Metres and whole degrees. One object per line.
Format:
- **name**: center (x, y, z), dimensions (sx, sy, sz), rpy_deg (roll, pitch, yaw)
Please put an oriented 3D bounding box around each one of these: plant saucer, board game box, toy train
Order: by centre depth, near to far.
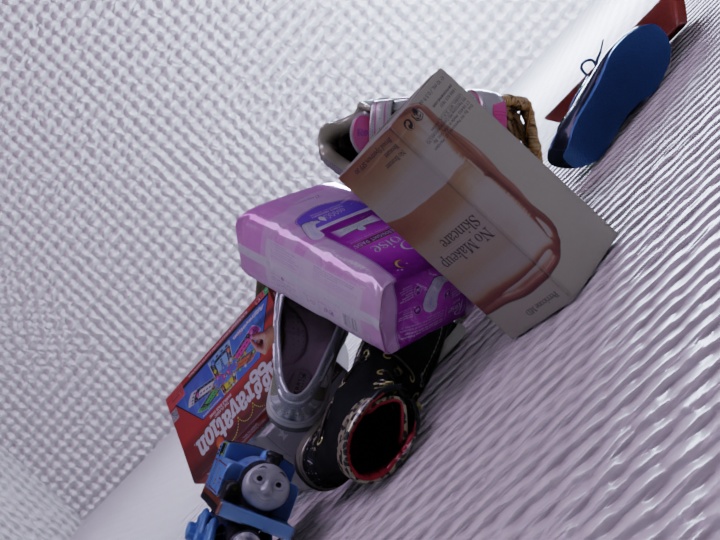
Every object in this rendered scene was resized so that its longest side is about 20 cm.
- **toy train**: center (-0.102, 0.212, 1.369), dimensions (0.200, 0.087, 0.114), rpy_deg (155, 133, -80)
- **board game box**: center (-0.123, 0.115, 1.529), dimensions (0.019, 0.103, 0.200), rpy_deg (5, -41, -42)
- **plant saucer**: center (0.310, -0.244, 1.814), dimensions (0.200, 0.037, 0.200), rpy_deg (-46, -5, 17)

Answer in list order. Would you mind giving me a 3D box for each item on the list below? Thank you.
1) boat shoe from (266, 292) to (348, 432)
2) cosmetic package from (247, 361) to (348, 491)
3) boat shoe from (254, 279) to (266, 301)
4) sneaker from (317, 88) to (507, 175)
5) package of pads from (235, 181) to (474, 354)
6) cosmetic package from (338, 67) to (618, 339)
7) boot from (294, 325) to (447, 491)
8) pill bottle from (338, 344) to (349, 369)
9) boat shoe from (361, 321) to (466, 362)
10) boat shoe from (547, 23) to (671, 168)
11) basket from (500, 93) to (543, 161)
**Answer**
- **boat shoe**: center (-0.047, 0.050, 1.434), dimensions (0.065, 0.074, 0.202), rpy_deg (100, -178, -56)
- **cosmetic package**: center (-0.057, 0.161, 1.572), dimensions (0.107, 0.090, 0.200), rpy_deg (-49, 8, -16)
- **boat shoe**: center (-0.069, 0.024, 1.556), dimensions (0.068, 0.075, 0.200), rpy_deg (-60, -8, -70)
- **sneaker**: center (0.040, -0.112, 1.349), dimensions (0.200, 0.088, 0.081), rpy_deg (-16, 70, 43)
- **package of pads**: center (-0.006, -0.009, 1.372), dimensions (0.120, 0.200, 0.076), rpy_deg (-25, -52, -36)
- **cosmetic package**: center (0.094, -0.052, 1.253), dimensions (0.087, 0.200, 0.103), rpy_deg (-51, 5, -35)
- **boot**: center (0.029, 0.104, 1.336), dimensions (0.204, 0.073, 0.154), rpy_deg (-54, 8, -14)
- **pill bottle**: center (-0.092, 0.132, 1.950), dimensions (0.116, 0.116, 0.200), rpy_deg (-49, 4, -28)
- **boat shoe**: center (0.033, 0.078, 1.548), dimensions (0.075, 0.066, 0.199), rpy_deg (-48, 5, -25)
- **boat shoe**: center (0.259, -0.193, 1.673), dimensions (0.200, 0.084, 0.069), rpy_deg (-46, 15, -24)
- **basket**: center (0.113, -0.070, 1.487), dimensions (0.149, 0.143, 0.200), rpy_deg (-47, -20, 27)
